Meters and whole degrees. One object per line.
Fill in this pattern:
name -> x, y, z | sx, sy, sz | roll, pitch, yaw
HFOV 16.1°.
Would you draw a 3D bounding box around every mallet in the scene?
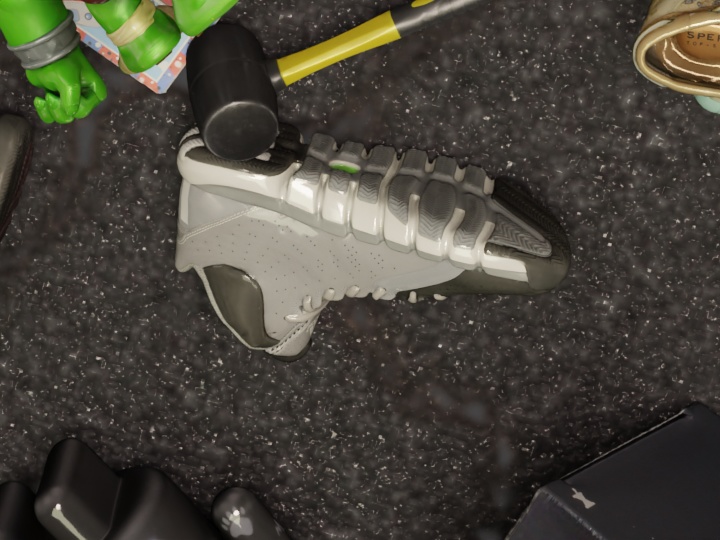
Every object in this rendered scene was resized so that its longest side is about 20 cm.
mallet -> 0.007, -0.120, 1.212 | 0.199, 0.066, 0.041 | -27, 134, 0

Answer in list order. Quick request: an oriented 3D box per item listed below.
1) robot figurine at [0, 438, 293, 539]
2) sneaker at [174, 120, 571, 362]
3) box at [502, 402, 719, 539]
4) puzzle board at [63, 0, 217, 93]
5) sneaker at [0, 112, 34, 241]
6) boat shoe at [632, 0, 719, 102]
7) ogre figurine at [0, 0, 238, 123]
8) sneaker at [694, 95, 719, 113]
robot figurine -> -0.112, 0.183, 1.320 | 0.200, 0.125, 0.150 | 49, 145, -17
sneaker -> 0.000, 0.000, 1.255 | 0.198, 0.075, 0.116 | 18, 121, 7
box -> 0.120, 0.191, 1.247 | 0.117, 0.196, 0.201 | 39, 116, 18
puzzle board -> -0.134, -0.194, 1.196 | 0.199, 0.017, 0.151 | 34, 114, -12
sneaker -> -0.246, -0.010, 1.264 | 0.115, 0.076, 0.201 | 27, 116, -5
boat shoe -> 0.218, -0.091, 1.094 | 0.198, 0.063, 0.074 | 1, 111, 17
ogre figurine -> -0.107, -0.150, 1.093 | 0.120, 0.098, 0.200 | 48, 154, -13
sneaker -> 0.256, -0.124, 1.163 | 0.139, 0.078, 0.200 | 34, 114, -11
